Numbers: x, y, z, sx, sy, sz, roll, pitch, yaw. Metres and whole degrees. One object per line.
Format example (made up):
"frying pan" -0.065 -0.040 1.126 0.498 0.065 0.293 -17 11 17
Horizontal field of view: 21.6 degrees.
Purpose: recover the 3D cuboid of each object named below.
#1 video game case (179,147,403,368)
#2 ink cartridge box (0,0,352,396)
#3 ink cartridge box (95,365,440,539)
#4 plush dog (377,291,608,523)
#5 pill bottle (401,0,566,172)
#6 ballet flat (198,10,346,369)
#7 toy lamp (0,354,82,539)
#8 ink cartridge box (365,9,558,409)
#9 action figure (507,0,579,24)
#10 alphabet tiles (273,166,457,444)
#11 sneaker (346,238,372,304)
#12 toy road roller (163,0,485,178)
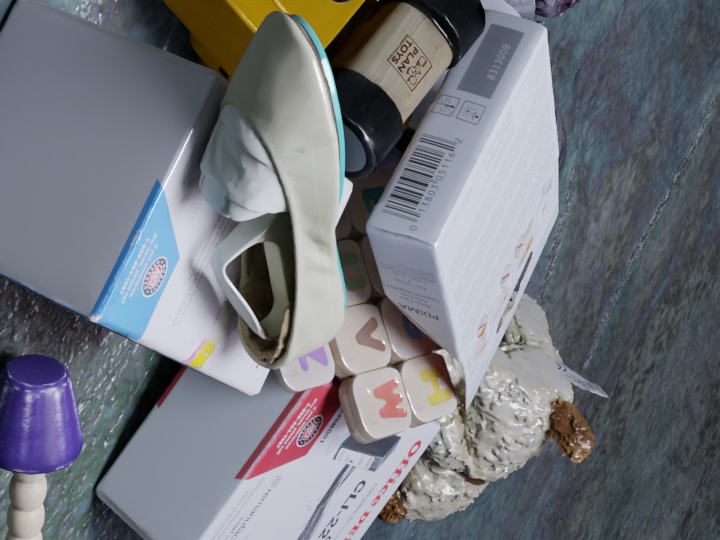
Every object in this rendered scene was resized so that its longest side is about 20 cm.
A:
"video game case" -0.031 -0.001 1.252 0.201 0.023 0.182 -64 155 -6
"ink cartridge box" -0.105 -0.029 0.963 0.129 0.125 0.200 -64 154 -6
"ink cartridge box" -0.052 0.119 1.201 0.145 0.084 0.200 -54 154 4
"plush dog" 0.080 0.127 1.463 0.172 0.161 0.200 -49 162 28
"pill bottle" 0.081 -0.101 1.274 0.107 0.106 0.200 -62 158 -11
"ballet flat" -0.042 -0.028 0.878 0.070 0.069 0.201 -49 149 -33
"toy lamp" -0.184 0.139 1.032 0.058 0.058 0.201 -30 136 -51
"ink cartridge box" 0.068 -0.032 1.128 0.200 0.047 0.161 76 37 -58
"action figure" 0.171 -0.228 1.329 0.199 0.070 0.130 -27 -178 -11
"alphabet tiles" 0.000 0.000 1.139 0.195 0.015 0.201 -11 82 -53
"sneaker" 0.013 0.019 1.245 0.200 0.074 0.082 -23 129 -53
"toy road roller" -0.046 -0.142 1.031 0.200 0.146 0.123 49 59 -21
